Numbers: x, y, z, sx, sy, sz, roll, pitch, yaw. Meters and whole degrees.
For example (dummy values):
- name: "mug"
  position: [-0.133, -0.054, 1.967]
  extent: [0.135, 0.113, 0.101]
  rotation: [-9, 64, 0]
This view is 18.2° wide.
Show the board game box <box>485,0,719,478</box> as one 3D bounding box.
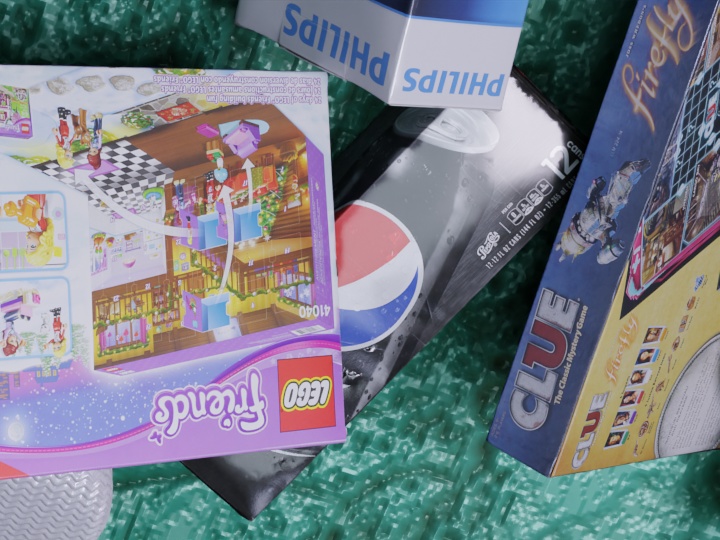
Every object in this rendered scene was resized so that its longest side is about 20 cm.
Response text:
- name: "board game box"
  position: [0.130, -0.021, 0.883]
  extent: [0.135, 0.035, 0.201]
  rotation: [-2, 115, -52]

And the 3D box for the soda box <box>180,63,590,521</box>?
- name: "soda box"
  position: [0.000, 0.000, 0.886]
  extent: [0.063, 0.071, 0.200]
  rotation: [42, 97, -17]

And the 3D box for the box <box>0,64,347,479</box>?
- name: "box"
  position: [-0.095, -0.001, 0.773]
  extent: [0.199, 0.039, 0.138]
  rotation: [-2, 89, -39]

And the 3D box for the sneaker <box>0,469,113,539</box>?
- name: "sneaker"
  position: [-0.143, 0.081, 0.890]
  extent: [0.075, 0.115, 0.200]
  rotation: [21, 139, -16]

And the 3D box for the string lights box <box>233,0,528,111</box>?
- name: "string lights box"
  position: [0.023, -0.169, 0.808]
  extent: [0.059, 0.103, 0.201]
  rotation: [-1, 113, -39]
